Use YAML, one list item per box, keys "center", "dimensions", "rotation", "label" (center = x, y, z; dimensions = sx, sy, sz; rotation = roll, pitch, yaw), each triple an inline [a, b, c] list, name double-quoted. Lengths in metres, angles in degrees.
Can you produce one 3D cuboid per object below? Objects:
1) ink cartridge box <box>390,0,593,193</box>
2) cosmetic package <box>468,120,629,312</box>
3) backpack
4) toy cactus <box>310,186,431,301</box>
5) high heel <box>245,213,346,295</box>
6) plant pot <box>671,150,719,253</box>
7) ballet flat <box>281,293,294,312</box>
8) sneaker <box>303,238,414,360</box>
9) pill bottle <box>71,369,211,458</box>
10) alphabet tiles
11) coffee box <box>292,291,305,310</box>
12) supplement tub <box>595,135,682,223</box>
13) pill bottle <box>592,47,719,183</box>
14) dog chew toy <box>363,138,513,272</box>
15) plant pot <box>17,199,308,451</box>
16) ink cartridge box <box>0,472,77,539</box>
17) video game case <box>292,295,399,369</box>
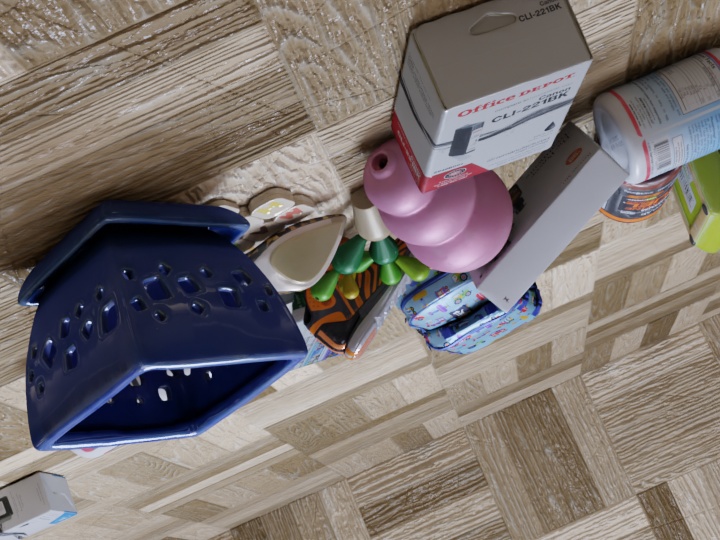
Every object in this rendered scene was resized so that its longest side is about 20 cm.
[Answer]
- center: [0.115, -0.162, 1.243]
  dimensions: [0.144, 0.084, 0.200]
  rotation: [-20, 164, -9]
  label: "ink cartridge box"
- center: [0.198, -0.063, 1.510]
  dimensions: [0.200, 0.052, 0.151]
  rotation: [-49, -164, 10]
  label: "cosmetic package"
- center: [0.129, 0.021, 1.795]
  dimensions: [0.182, 0.135, 0.200]
  rotation: [-29, 161, 17]
  label: "backpack"
- center: [0.023, -0.044, 1.542]
  dimensions: [0.199, 0.103, 0.165]
  rotation: [-21, 146, 0]
  label: "toy cactus"
- center: [-0.113, -0.007, 1.496]
  dimensions: [0.200, 0.072, 0.142]
  rotation: [-41, -156, -14]
  label: "high heel"
- center: [0.477, -0.137, 1.667]
  dimensions: [0.181, 0.201, 0.199]
  rotation: [-17, 165, 0]
  label: "plant pot"
- center: [-0.115, 0.051, 1.602]
  dimensions: [0.068, 0.069, 0.200]
  rotation: [-22, 174, -25]
  label: "ballet flat"
- center: [0.000, 0.000, 1.645]
  dimensions: [0.200, 0.112, 0.078]
  rotation: [-55, 169, -17]
  label: "sneaker"
- center: [-0.262, 0.128, 1.600]
  dimensions: [0.199, 0.120, 0.120]
  rotation: [-28, 164, 16]
  label: "pill bottle"
- center: [-0.147, -0.029, 1.439]
  dimensions: [0.199, 0.015, 0.195]
  rotation: [-28, 164, 18]
  label: "alphabet tiles"
- center: [-0.102, 0.077, 1.805]
  dimensions: [0.199, 0.044, 0.123]
  rotation: [-29, 164, 17]
  label: "coffee box"
- center: [0.332, -0.122, 1.657]
  dimensions: [0.107, 0.107, 0.200]
  rotation: [-23, 165, -1]
  label: "supplement tub"
- center: [0.369, -0.180, 1.511]
  dimensions: [0.199, 0.109, 0.109]
  rotation: [-22, 165, -4]
  label: "pill bottle"
- center: [0.074, -0.076, 1.419]
  dimensions: [0.124, 0.125, 0.200]
  rotation: [-30, 145, 23]
  label: "dog chew toy"
- center: [-0.200, 0.046, 1.282]
  dimensions: [0.199, 0.180, 0.200]
  rotation: [1, 153, -44]
  label: "plant pot"
- center: [-0.562, 0.390, 2.136]
  dimensions: [0.199, 0.068, 0.116]
  rotation: [-24, 164, 4]
  label: "ink cartridge box"
- center: [-0.052, 0.081, 1.768]
  dimensions: [0.181, 0.022, 0.200]
  rotation: [-17, 161, -21]
  label: "video game case"
